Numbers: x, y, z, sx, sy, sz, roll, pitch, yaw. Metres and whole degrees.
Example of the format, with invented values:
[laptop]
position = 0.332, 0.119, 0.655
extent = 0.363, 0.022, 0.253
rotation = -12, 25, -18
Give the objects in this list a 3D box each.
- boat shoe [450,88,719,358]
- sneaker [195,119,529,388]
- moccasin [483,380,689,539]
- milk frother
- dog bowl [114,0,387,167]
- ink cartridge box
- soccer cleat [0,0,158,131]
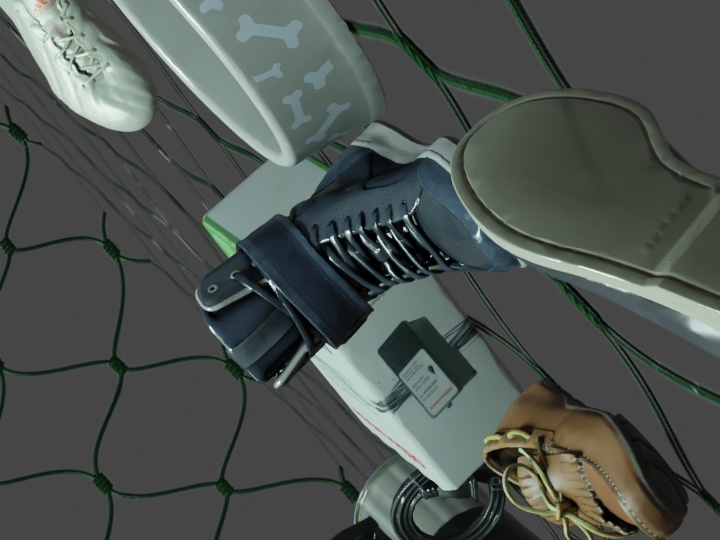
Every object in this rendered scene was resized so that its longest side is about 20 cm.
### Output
[boat shoe]
position = 0.102, -0.005, 0.779
extent = 0.200, 0.073, 0.063
rotation = 31, 159, 51
[sneaker]
position = 0.001, 0.001, 1.113
extent = 0.077, 0.146, 0.202
rotation = 51, 170, -17
[moccasin]
position = 0.119, 0.114, 1.267
extent = 0.074, 0.078, 0.201
rotation = 51, 172, -23
[milk frother]
position = 0.069, 0.210, 1.952
extent = 0.188, 0.180, 0.201
rotation = 37, 124, 52
[dog bowl]
position = -0.074, -0.136, 1.160
extent = 0.200, 0.059, 0.200
rotation = 46, 173, 7
[ink cartridge box]
position = 0.006, 0.030, 1.459
extent = 0.200, 0.083, 0.147
rotation = 53, 171, -28
[soccer cleat]
position = -0.233, -0.189, 1.770
extent = 0.200, 0.069, 0.078
rotation = 49, 170, 13
